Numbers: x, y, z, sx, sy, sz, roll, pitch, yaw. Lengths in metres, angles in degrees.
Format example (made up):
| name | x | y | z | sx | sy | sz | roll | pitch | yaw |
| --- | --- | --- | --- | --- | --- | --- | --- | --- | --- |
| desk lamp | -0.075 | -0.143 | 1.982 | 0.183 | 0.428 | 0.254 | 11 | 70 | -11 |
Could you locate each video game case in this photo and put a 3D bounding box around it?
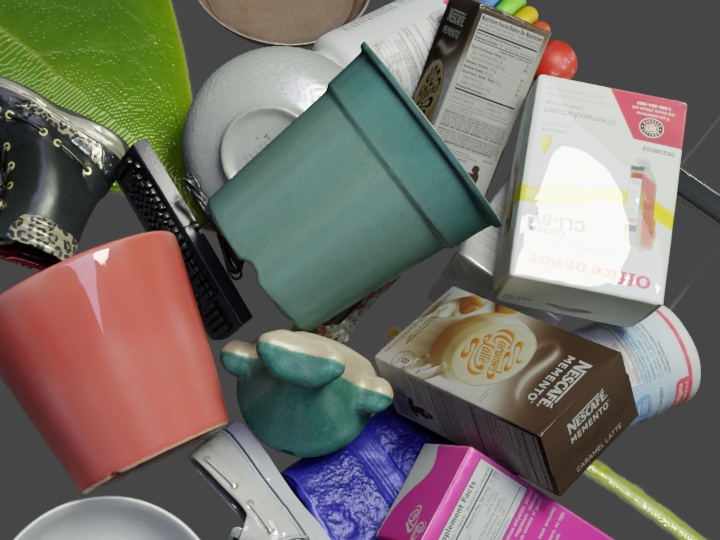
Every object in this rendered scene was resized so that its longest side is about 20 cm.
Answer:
| name | x | y | z | sx | sy | sz | roll | pitch | yaw |
| --- | --- | --- | --- | --- | --- | --- | --- | --- | --- |
| video game case | 0.319 | -0.100 | 1.325 | 0.200 | 0.181 | 0.026 | 36 | 100 | 5 |

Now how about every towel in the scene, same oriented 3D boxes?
| name | x | y | z | sx | sy | sz | roll | pitch | yaw |
| --- | --- | --- | --- | --- | --- | --- | --- | --- | --- |
| towel | 0.042 | 0.200 | 1.189 | 0.200 | 0.050 | 0.148 | -29 | 76 | -22 |

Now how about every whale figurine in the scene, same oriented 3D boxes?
| name | x | y | z | sx | sy | sz | roll | pitch | yaw |
| --- | --- | --- | --- | --- | --- | --- | --- | --- | --- |
| whale figurine | -0.052 | 0.108 | 1.123 | 0.159 | 0.200 | 0.104 | 16 | 77 | 3 |

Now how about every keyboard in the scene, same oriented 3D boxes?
| name | x | y | z | sx | sy | sz | roll | pitch | yaw |
| --- | --- | --- | --- | --- | --- | --- | --- | --- | --- |
| keyboard | -0.163 | -0.032 | 1.191 | 0.021 | 0.127 | 0.200 | -30 | 86 | -40 |

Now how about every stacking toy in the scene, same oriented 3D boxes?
| name | x | y | z | sx | sy | sz | roll | pitch | yaw |
| --- | --- | --- | --- | --- | --- | --- | --- | --- | --- |
| stacking toy | 0.165 | -0.284 | 1.425 | 0.200 | 0.085 | 0.085 | 44 | 65 | 4 |

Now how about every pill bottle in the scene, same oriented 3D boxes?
| name | x | y | z | sx | sy | sz | roll | pitch | yaw |
| --- | --- | --- | --- | --- | --- | --- | --- | --- | --- |
| pill bottle | 0.019 | -0.213 | 1.337 | 0.200 | 0.113 | 0.113 | -29 | 75 | -22 |
| pill bottle | 0.220 | 0.111 | 1.235 | 0.200 | 0.109 | 0.109 | -20 | 71 | -19 |

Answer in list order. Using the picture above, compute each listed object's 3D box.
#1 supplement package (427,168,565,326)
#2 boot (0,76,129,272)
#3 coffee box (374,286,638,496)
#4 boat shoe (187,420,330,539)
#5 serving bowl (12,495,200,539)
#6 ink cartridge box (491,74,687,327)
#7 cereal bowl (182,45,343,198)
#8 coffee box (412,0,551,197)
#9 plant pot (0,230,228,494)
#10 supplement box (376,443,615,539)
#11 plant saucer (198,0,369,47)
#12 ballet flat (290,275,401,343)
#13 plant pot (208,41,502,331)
| name | x | y | z | sx | sy | sz | roll | pitch | yaw |
| --- | --- | --- | --- | --- | --- | --- | --- | --- | --- |
| supplement package | 0.179 | -0.033 | 1.285 | 0.121 | 0.120 | 0.200 | 35 | 64 | 4 |
| boot | -0.340 | -0.096 | 1.224 | 0.203 | 0.073 | 0.154 | 23 | 61 | -9 |
| coffee box | 0.127 | 0.101 | 1.122 | 0.114 | 0.080 | 0.200 | -41 | 40 | -25 |
| boat shoe | -0.090 | 0.233 | 1.132 | 0.086 | 0.075 | 0.202 | -30 | 72 | -23 |
| serving bowl | -0.218 | 0.296 | 1.079 | 0.200 | 0.066 | 0.200 | 4 | 66 | -10 |
| ink cartridge box | 0.212 | -0.063 | 1.175 | 0.145 | 0.083 | 0.200 | 11 | 74 | -2 |
| cereal bowl | -0.079 | -0.116 | 1.230 | 0.200 | 0.083 | 0.200 | 1 | 101 | 6 |
| coffee box | 0.102 | -0.163 | 1.260 | 0.080 | 0.113 | 0.200 | 17 | 103 | -15 |
| plant pot | -0.216 | 0.086 | 1.116 | 0.200 | 0.200 | 0.177 | -23 | 83 | -21 |
| supplement box | 0.132 | 0.245 | 1.123 | 0.200 | 0.101 | 0.103 | 35 | 74 | -13 |
| plant saucer | -0.087 | -0.315 | 1.395 | 0.200 | 0.034 | 0.200 | 4 | 58 | -7 |
| ballet flat | 0.000 | 0.000 | 1.264 | 0.076 | 0.064 | 0.200 | 29 | 63 | 3 |
| plant pot | -0.014 | -0.062 | 1.113 | 0.196 | 0.200 | 0.200 | -36 | 76 | 4 |
